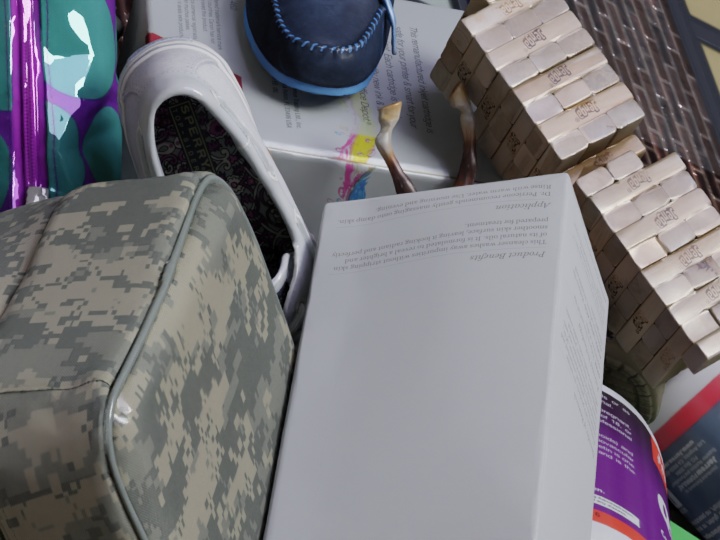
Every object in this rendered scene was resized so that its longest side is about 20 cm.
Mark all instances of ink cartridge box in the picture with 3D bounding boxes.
[{"bbox_3d":[-0.014,-0.064,1.345,0.199,0.083,0.146,9,37,-13],"label":"ink cartridge box"}]

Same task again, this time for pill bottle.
[{"bbox_3d":[0.080,0.116,1.210,0.112,0.113,0.200,36,21,-13],"label":"pill bottle"},{"bbox_3d":[0.241,0.119,1.457,0.200,0.120,0.120,47,31,5],"label":"pill bottle"}]

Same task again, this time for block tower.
[{"bbox_3d":[0.108,-0.040,1.267,0.054,0.058,0.200,-29,75,-26],"label":"block tower"}]

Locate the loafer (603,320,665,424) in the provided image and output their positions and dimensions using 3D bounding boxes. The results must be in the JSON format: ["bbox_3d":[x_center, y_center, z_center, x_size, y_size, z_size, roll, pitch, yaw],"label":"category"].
[{"bbox_3d":[0.118,0.036,1.369,0.075,0.069,0.200,25,-9,1],"label":"loafer"}]

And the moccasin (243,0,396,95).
[{"bbox_3d":[-0.017,-0.160,1.338,0.080,0.068,0.200,12,37,-10],"label":"moccasin"}]

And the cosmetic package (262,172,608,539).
[{"bbox_3d":[0.034,0.061,1.104,0.081,0.112,0.201,67,24,-43],"label":"cosmetic package"}]

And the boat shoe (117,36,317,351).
[{"bbox_3d":[-0.045,-0.001,1.167,0.069,0.072,0.201,-105,179,-67],"label":"boat shoe"}]

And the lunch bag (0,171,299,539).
[{"bbox_3d":[-0.125,0.063,1.055,0.200,0.167,0.140,-72,150,-55],"label":"lunch bag"}]

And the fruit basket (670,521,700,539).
[{"bbox_3d":[0.165,0.226,1.294,0.200,0.094,0.185,53,28,-16],"label":"fruit basket"}]

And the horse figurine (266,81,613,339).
[{"bbox_3d":[0.000,0.000,1.247,0.050,0.199,0.133,178,-106,-77],"label":"horse figurine"}]

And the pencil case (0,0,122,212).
[{"bbox_3d":[-0.141,-0.077,1.192,0.085,0.092,0.201,-5,84,-7],"label":"pencil case"}]

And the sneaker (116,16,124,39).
[{"bbox_3d":[-0.197,-0.123,1.284,0.108,0.067,0.201,52,34,8],"label":"sneaker"}]
